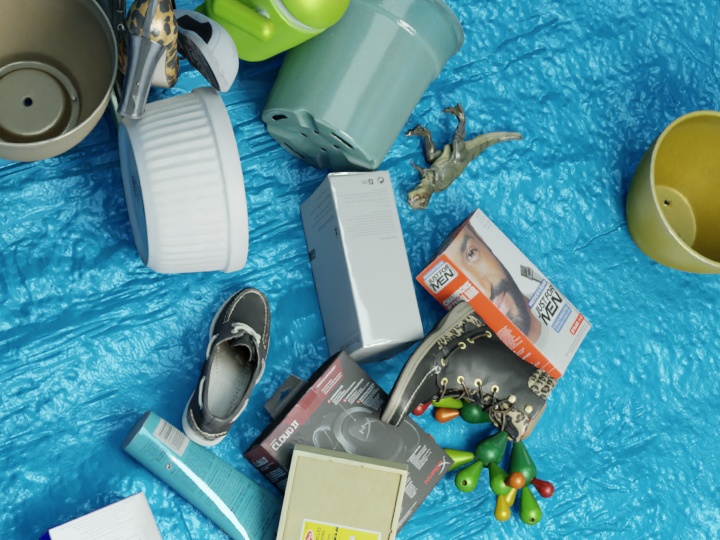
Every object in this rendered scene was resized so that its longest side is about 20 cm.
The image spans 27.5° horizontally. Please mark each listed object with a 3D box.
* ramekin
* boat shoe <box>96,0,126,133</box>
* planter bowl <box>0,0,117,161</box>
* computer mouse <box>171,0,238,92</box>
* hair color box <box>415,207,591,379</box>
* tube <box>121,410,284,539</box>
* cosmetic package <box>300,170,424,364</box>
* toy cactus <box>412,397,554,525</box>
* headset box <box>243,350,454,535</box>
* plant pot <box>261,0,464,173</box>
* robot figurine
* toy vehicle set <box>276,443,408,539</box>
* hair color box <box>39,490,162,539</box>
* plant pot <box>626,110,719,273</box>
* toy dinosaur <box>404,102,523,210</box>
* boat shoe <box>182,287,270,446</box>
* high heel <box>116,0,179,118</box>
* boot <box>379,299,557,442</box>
[{"bbox_3d":[-0.194,-0.091,1.584,0.104,0.200,0.202,-11,78,-15],"label":"ramekin"},{"bbox_3d":[-0.267,-0.242,1.664,0.065,0.075,0.201,-13,70,-13],"label":"boat shoe"},{"bbox_3d":[-0.358,-0.199,1.571,0.198,0.135,0.202,3,70,-8],"label":"planter bowl"},{"bbox_3d":[-0.172,-0.249,1.588,0.044,0.200,0.110,-32,127,-11],"label":"computer mouse"},{"bbox_3d":[0.171,0.037,1.744,0.200,0.064,0.111,44,42,-3],"label":"hair color box"},{"bbox_3d":[-0.162,0.228,1.581,0.199,0.050,0.078,39,63,-11],"label":"tube"},{"bbox_3d":[0.000,0.000,1.678,0.080,0.113,0.202,-5,74,-22],"label":"cosmetic package"},{"bbox_3d":[0.161,0.191,1.703,0.200,0.102,0.165,44,53,7],"label":"toy cactus"},{"bbox_3d":[-0.019,0.200,1.628,0.200,0.077,0.149,44,64,-4],"label":"headset box"},{"bbox_3d":[-0.009,-0.226,1.706,0.199,0.200,0.197,30,73,-11],"label":"plant pot"},{"bbox_3d":[-0.091,-0.302,1.613,0.116,0.199,0.176,56,44,-18],"label":"robot figurine"},{"bbox_3d":[-0.028,0.293,1.557,0.123,0.027,0.202,11,97,0],"label":"toy vehicle set"},{"bbox_3d":[-0.240,0.341,1.505,0.108,0.065,0.202,-19,80,-26],"label":"hair color box"},{"bbox_3d":[0.412,-0.079,1.840,0.198,0.142,0.202,6,71,-19],"label":"plant pot"},{"bbox_3d":[0.109,-0.150,1.804,0.199,0.047,0.089,-36,104,-27],"label":"toy dinosaur"},{"bbox_3d":[-0.138,0.095,1.606,0.073,0.060,0.201,30,53,-10],"label":"boat shoe"},{"bbox_3d":[-0.214,-0.261,1.551,0.071,0.144,0.201,14,28,-9],"label":"high heel"},{"bbox_3d":[0.122,0.134,1.625,0.150,0.073,0.200,36,42,8],"label":"boot"}]
